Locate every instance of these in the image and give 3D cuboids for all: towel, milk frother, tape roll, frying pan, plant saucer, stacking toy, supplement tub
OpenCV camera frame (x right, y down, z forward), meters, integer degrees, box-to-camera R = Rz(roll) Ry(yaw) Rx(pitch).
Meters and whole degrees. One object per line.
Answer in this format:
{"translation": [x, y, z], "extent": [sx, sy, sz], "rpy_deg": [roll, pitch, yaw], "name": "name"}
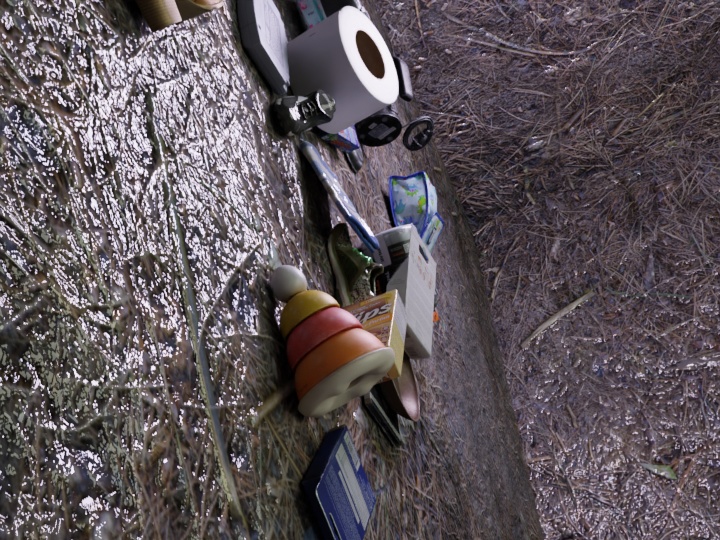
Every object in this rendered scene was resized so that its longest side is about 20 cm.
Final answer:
{"translation": [-0.037, -0.134, 1.525], "extent": [0.201, 0.024, 0.147], "rpy_deg": [59, 6, 32], "name": "towel"}
{"translation": [0.073, -0.408, 2.117], "extent": [0.200, 0.178, 0.191], "rpy_deg": [45, 30, -55], "name": "milk frother"}
{"translation": [-0.035, -0.387, 1.649], "extent": [0.202, 0.138, 0.206], "rpy_deg": [38, 41, -42], "name": "tape roll"}
{"translation": [-0.031, -0.291, 1.881], "extent": [0.190, 0.030, 0.117], "rpy_deg": [51, 22, -62], "name": "frying pan"}
{"translation": [0.057, 0.175, 1.512], "extent": [0.200, 0.036, 0.204], "rpy_deg": [-20, 91, -78], "name": "plant saucer"}
{"translation": [-0.058, 0.075, 1.119], "extent": [0.202, 0.145, 0.146], "rpy_deg": [59, 10, 16], "name": "stacking toy"}
{"translation": [0.084, 0.019, 1.713], "extent": [0.122, 0.121, 0.203], "rpy_deg": [-4, 76, -76], "name": "supplement tub"}

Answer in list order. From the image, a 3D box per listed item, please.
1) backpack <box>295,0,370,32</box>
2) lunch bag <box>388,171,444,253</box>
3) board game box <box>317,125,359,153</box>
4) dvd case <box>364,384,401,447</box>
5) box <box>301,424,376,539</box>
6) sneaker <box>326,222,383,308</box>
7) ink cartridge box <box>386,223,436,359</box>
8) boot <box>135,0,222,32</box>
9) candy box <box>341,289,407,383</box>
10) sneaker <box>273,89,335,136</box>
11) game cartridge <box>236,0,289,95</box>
{"translation": [-0.055, -0.554, 1.862], "extent": [0.200, 0.149, 0.180], "rpy_deg": [-72, 137, -77], "name": "backpack"}
{"translation": [0.146, -0.136, 2.197], "extent": [0.170, 0.125, 0.204], "rpy_deg": [33, 53, -72], "name": "lunch bag"}
{"translation": [-0.065, -0.358, 1.771], "extent": [0.135, 0.034, 0.203], "rpy_deg": [16, 56, -65], "name": "board game box"}
{"translation": [0.030, 0.189, 1.496], "extent": [0.149, 0.016, 0.202], "rpy_deg": [60, 17, -44], "name": "dvd case"}
{"translation": [-0.027, 0.293, 1.088], "extent": [0.200, 0.032, 0.123], "rpy_deg": [-52, 122, -76], "name": "box"}
{"translation": [0.000, 0.000, 1.473], "extent": [0.077, 0.087, 0.203], "rpy_deg": [49, 25, -56], "name": "sneaker"}
{"translation": [0.095, 0.041, 1.579], "extent": [0.161, 0.049, 0.203], "rpy_deg": [53, 35, -54], "name": "ink cartridge box"}
{"translation": [-0.241, -0.383, 1.055], "extent": [0.202, 0.070, 0.146], "rpy_deg": [-63, 136, -65], "name": "boot"}
{"translation": [0.007, 0.108, 1.299], "extent": [0.201, 0.114, 0.056], "rpy_deg": [-77, 145, -66], "name": "candy box"}
{"translation": [-0.091, -0.282, 1.484], "extent": [0.200, 0.089, 0.067], "rpy_deg": [-48, 116, -75], "name": "sneaker"}
{"translation": [-0.169, -0.417, 1.473], "extent": [0.134, 0.040, 0.202], "rpy_deg": [61, 16, -50], "name": "game cartridge"}
